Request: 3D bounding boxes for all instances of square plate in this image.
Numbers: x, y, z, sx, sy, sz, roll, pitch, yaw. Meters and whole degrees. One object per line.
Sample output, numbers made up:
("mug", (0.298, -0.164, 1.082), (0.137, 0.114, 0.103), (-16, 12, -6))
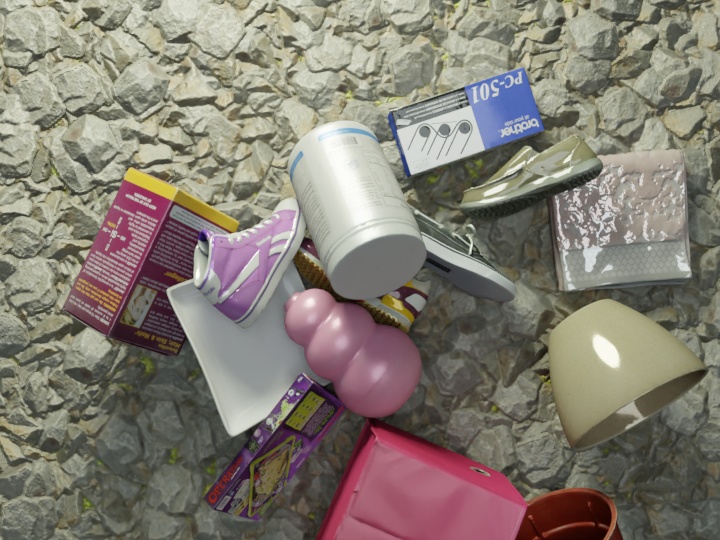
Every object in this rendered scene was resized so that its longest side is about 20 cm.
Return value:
("square plate", (-0.138, 0.087, 1.056), (0.197, 0.028, 0.202), (-24, 90, -41))

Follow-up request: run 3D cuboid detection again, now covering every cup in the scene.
("cup", (0.329, 0.124, 1.059), (0.199, 0.201, 0.144), (-26, 64, -4))

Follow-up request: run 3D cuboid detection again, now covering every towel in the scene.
("towel", (0.367, -0.070, 1.134), (0.198, 0.032, 0.193), (-5, 88, -4))

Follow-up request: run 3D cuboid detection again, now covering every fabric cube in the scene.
("fabric cube", (0.066, 0.323, 1.018), (0.198, 0.196, 0.202), (24, 87, 0))

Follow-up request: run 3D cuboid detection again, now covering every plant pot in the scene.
("plant pot", (0.277, 0.424, 1.037), (0.199, 0.201, 0.197), (-29, 97, -4))

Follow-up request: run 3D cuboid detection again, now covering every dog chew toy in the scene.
("dog chew toy", (-0.017, 0.100, 1.056), (0.200, 0.125, 0.125), (39, 86, -2))

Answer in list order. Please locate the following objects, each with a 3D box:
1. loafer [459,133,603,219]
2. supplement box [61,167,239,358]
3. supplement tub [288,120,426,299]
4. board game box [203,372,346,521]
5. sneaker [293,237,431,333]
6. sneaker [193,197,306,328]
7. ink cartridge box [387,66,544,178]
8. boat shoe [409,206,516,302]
("loafer", (0.228, -0.129, 1.102), (0.198, 0.075, 0.070), (-19, 74, 9))
("supplement box", (-0.266, -0.008, 1.032), (0.103, 0.131, 0.202), (22, 85, 33))
("supplement tub", (-0.008, -0.079, 1.024), (0.131, 0.132, 0.201), (-19, 57, -4))
("board game box", (-0.107, 0.235, 1.053), (0.032, 0.120, 0.201), (35, 84, 36))
("sneaker", (0.000, 0.000, 1.096), (0.199, 0.075, 0.090), (34, 69, -1))
("sneaker", (-0.144, -0.039, 1.029), (0.114, 0.072, 0.202), (40, 51, -23))
("ink cartridge box", (0.146, -0.206, 1.119), (0.198, 0.044, 0.095), (-19, 90, -4))
("boat shoe", (0.132, -0.024, 1.099), (0.198, 0.074, 0.069), (26, 67, -6))
